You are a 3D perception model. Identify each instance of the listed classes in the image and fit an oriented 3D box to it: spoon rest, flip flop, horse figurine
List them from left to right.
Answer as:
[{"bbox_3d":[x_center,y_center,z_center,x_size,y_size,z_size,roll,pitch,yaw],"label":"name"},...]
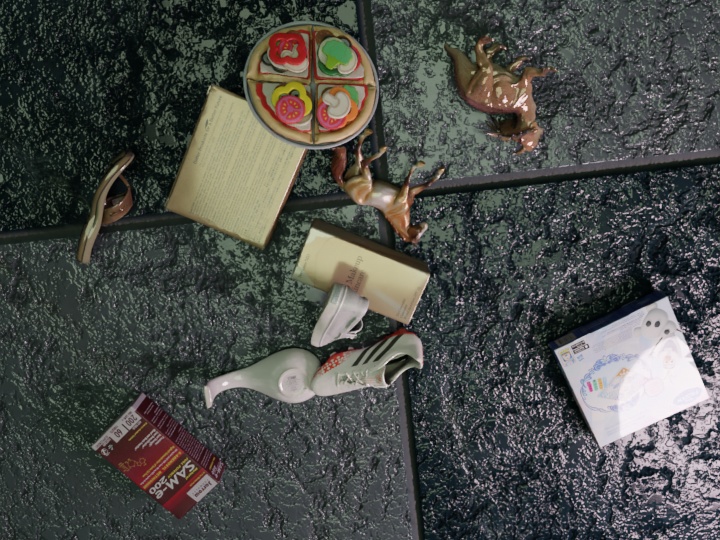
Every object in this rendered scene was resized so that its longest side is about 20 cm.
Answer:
[{"bbox_3d":[-0.391,-0.097,1.015,0.057,0.081,0.201,20,105,-22],"label":"flip flop"},{"bbox_3d":[-0.162,0.185,1.096,0.199,0.061,0.100,-7,106,-11],"label":"spoon rest"},{"bbox_3d":[0.033,-0.133,1.003,0.199,0.050,0.133,23,124,-14],"label":"horse figurine"}]

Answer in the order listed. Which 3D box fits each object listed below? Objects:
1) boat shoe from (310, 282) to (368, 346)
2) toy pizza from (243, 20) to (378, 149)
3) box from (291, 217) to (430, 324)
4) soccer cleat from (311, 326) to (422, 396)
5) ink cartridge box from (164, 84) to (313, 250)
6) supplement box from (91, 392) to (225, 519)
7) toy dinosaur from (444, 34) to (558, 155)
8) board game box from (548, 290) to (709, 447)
[{"bbox_3d":[-0.029,0.076,1.001,0.068,0.200,0.072,22,60,-2],"label":"boat shoe"},{"bbox_3d":[-0.069,-0.275,0.943,0.199,0.032,0.201,2,79,-10],"label":"toy pizza"},{"bbox_3d":[0.000,0.000,1.029,0.199,0.078,0.095,20,104,-5],"label":"box"},{"bbox_3d":[0.010,0.163,1.061,0.199,0.085,0.069,-24,125,4],"label":"soccer cleat"},{"bbox_3d":[-0.181,-0.157,0.993,0.164,0.075,0.201,24,103,-5],"label":"ink cartridge box"},{"bbox_3d":[-0.346,0.321,1.123,0.200,0.061,0.109,44,100,-10],"label":"supplement box"},{"bbox_3d":[0.199,-0.261,0.963,0.199,0.086,0.136,26,110,0],"label":"toy dinosaur"},{"bbox_3d":[0.447,0.166,1.085,0.199,0.043,0.200,-26,102,7],"label":"board game box"}]
